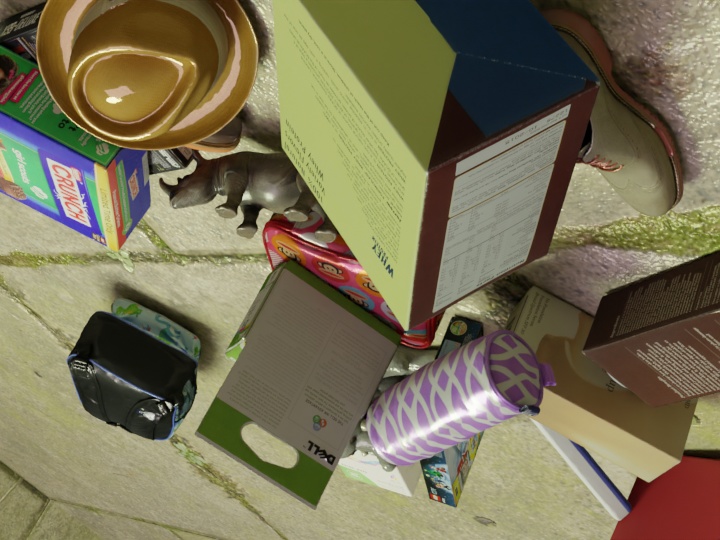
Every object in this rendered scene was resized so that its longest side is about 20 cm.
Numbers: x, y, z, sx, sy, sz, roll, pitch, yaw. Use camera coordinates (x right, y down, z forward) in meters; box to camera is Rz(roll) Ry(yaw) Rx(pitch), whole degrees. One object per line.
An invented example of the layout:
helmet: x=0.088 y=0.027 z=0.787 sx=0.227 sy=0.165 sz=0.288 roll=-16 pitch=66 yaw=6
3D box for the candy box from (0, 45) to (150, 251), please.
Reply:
candy box: x=-0.316 y=-0.125 z=1.094 sx=0.198 sy=0.078 sz=0.170 roll=26 pitch=152 yaw=5

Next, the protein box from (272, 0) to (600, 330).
protein box: x=0.042 y=-0.107 z=0.768 sx=0.200 sy=0.134 sz=0.201 roll=56 pitch=162 yaw=26

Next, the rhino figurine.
rhino figurine: x=-0.108 y=-0.081 z=1.055 sx=0.197 sy=0.088 sz=0.060 roll=5 pitch=148 yaw=18

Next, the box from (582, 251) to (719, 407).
box: x=0.303 y=0.052 z=0.953 sx=0.100 sy=0.076 sz=0.199 roll=36 pitch=149 yaw=-16

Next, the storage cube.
storage cube: x=0.397 y=0.324 z=1.186 sx=0.171 sy=0.201 sz=0.179 roll=42 pitch=155 yaw=-26

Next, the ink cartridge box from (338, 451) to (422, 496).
ink cartridge box: x=0.009 y=0.225 z=1.488 sx=0.116 sy=0.068 sz=0.201 roll=11 pitch=147 yaw=29

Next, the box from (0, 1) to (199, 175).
box: x=-0.275 y=-0.179 z=1.103 sx=0.156 sy=0.050 sz=0.200 roll=-3 pitch=138 yaw=44

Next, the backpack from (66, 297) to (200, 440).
backpack: x=-0.319 y=0.150 z=1.568 sx=0.181 sy=0.148 sz=0.201 roll=25 pitch=148 yaw=3

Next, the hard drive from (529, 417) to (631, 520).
hard drive: x=0.221 y=0.183 z=1.211 sx=0.200 sy=0.025 sz=0.132 roll=49 pitch=-178 yaw=-32

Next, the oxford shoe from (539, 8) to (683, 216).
oxford shoe: x=0.176 y=-0.099 z=0.814 sx=0.070 sy=0.074 sz=0.200 roll=-10 pitch=133 yaw=49

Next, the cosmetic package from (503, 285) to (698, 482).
cosmetic package: x=0.231 y=0.114 z=1.081 sx=0.198 sy=0.106 sz=0.071 roll=27 pitch=150 yaw=-1

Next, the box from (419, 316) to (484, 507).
box: x=0.107 y=0.166 z=1.236 sx=0.037 sy=0.138 sz=0.201 roll=13 pitch=148 yaw=20

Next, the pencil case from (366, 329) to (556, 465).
pencil case: x=0.090 y=0.124 z=1.031 sx=0.085 sy=0.085 sz=0.199 roll=5 pitch=154 yaw=-39

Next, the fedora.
fedora: x=-0.187 y=-0.172 z=0.925 sx=0.197 sy=0.082 sz=0.203 roll=0 pitch=126 yaw=1

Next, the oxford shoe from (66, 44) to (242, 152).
oxford shoe: x=-0.182 y=-0.181 z=1.004 sx=0.199 sy=0.072 sz=0.073 roll=32 pitch=133 yaw=-29

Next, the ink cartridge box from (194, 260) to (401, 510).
ink cartridge box: x=-0.070 y=0.116 z=1.085 sx=0.147 sy=0.202 sz=0.076 roll=34 pitch=156 yaw=-13

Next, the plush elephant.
plush elephant: x=0.010 y=0.172 z=1.309 sx=0.197 sy=0.156 sz=0.166 roll=20 pitch=151 yaw=13

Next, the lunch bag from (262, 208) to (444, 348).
lunch bag: x=0.000 y=0.000 z=1.130 sx=0.198 sy=0.083 sz=0.177 roll=22 pitch=155 yaw=15
